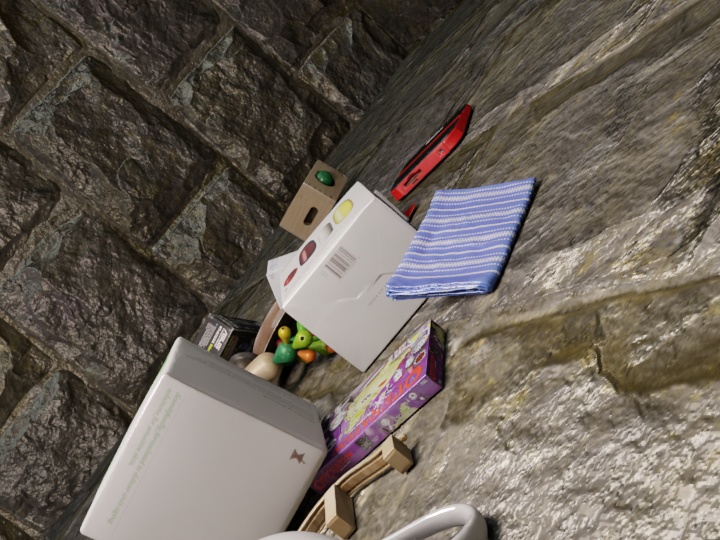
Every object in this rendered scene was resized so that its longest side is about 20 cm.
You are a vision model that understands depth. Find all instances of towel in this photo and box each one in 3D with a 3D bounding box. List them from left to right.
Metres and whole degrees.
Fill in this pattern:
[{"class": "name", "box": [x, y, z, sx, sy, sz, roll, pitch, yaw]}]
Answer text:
[{"class": "towel", "box": [0.121, -0.041, 0.998, 0.144, 0.024, 0.200, -5, 40, 36]}]

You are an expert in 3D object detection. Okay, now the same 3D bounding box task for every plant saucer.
[{"class": "plant saucer", "box": [-0.131, 0.094, 1.451, 0.201, 0.034, 0.200, -56, -13, -19]}]

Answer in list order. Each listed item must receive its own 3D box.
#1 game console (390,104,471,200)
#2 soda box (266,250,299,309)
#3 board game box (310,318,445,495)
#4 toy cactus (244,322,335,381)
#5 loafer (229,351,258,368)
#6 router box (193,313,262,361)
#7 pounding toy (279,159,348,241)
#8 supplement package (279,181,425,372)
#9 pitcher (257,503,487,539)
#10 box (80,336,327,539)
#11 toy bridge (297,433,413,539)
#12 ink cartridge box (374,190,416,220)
[{"class": "game console", "box": [0.143, -0.236, 1.661, 0.200, 0.031, 0.177, -43, 9, 33]}, {"class": "soda box", "box": [-0.047, -0.008, 1.334, 0.199, 0.068, 0.064, -18, 21, 4]}, {"class": "board game box", "box": [0.018, 0.151, 0.927, 0.200, 0.032, 0.120, -46, 17, 23]}, {"class": "toy cactus", "box": [-0.120, 0.124, 1.301, 0.165, 0.103, 0.200, -33, 7, -12]}, {"class": "loafer", "box": [-0.214, 0.226, 1.382, 0.071, 0.073, 0.201, -104, 28, -50]}, {"class": "router box", "box": [-0.249, 0.181, 1.468, 0.201, 0.062, 0.150, -62, -25, 4]}, {"class": "pounding toy", "box": [-0.100, -0.184, 2.221, 0.200, 0.142, 0.184, -56, 6, 33]}, {"class": "supplement package", "box": [0.000, 0.000, 1.160, 0.191, 0.147, 0.200, -49, 13, 4]}, {"class": "pitcher", "box": [-0.012, 0.236, 0.602, 0.200, 0.122, 0.171, -24, 6, 44]}, {"class": "box", "box": [-0.171, 0.219, 0.936, 0.200, 0.199, 0.171, -61, 11, 4]}, {"class": "toy bridge", "box": [-0.021, 0.234, 0.811, 0.200, 0.027, 0.067, -49, 10, 7]}, {"class": "ink cartridge box", "box": [-0.007, -0.053, 1.512, 0.200, 0.084, 0.176, -36, 18, 54]}]
